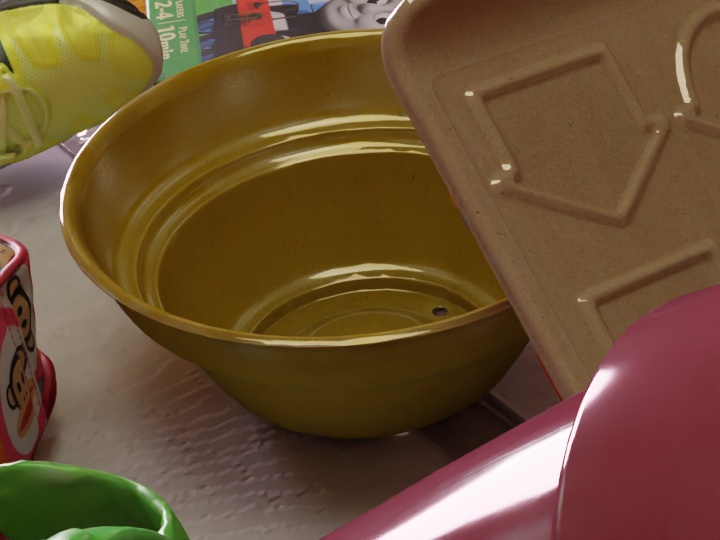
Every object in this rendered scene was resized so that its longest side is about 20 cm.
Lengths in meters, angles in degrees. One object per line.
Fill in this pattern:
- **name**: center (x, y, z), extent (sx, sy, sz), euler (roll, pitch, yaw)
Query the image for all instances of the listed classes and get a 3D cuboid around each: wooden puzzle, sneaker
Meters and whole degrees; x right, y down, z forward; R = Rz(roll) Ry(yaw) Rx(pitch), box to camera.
- **wooden puzzle**: center (0.107, -0.012, 0.912), extent (0.185, 0.200, 0.046), euler (-21, -7, -39)
- **sneaker**: center (-0.171, -0.052, 1.113), extent (0.199, 0.076, 0.077), euler (-17, 42, 5)

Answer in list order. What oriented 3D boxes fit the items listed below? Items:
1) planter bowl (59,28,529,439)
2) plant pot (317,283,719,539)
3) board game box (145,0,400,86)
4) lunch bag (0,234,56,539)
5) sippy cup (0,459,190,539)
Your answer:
- **planter bowl**: center (0.000, 0.000, 0.989), extent (0.200, 0.084, 0.201), euler (-5, 34, 3)
- **plant pot**: center (0.074, 0.111, 0.714), extent (0.179, 0.200, 0.200), euler (-18, 24, 35)
- **board game box**: center (0.012, -0.101, 1.178), extent (0.199, 0.037, 0.151), euler (-7, 34, -3)
- **lunch bag**: center (-0.204, 0.061, 0.933), extent (0.176, 0.082, 0.200), euler (1, 35, 11)
- **sippy cup**: center (-0.116, 0.137, 0.775), extent (0.130, 0.140, 0.178), euler (-1, 10, 24)
